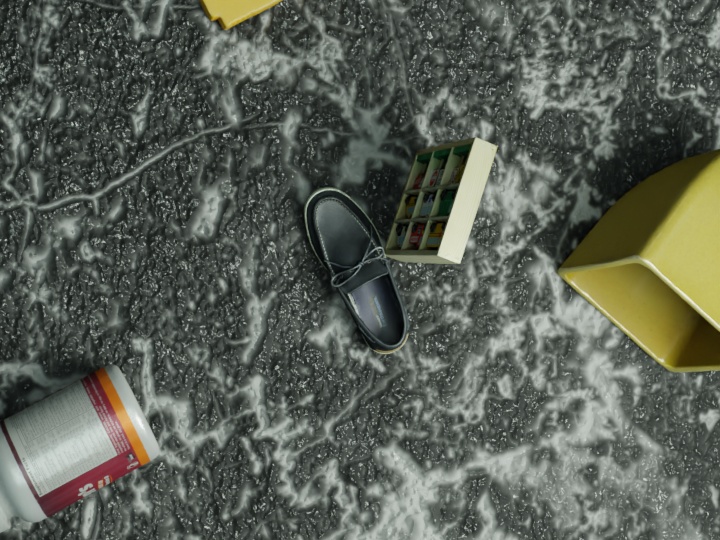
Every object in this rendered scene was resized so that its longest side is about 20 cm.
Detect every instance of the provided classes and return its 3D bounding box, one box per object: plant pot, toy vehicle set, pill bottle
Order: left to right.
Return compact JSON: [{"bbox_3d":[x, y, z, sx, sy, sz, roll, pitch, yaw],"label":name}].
[{"bbox_3d":[-0.315,0.188,1.392,0.198,0.109,0.111,-28,98,-12],"label":"pill bottle"},{"bbox_3d":[0.081,-0.071,1.445,0.026,0.200,0.126,19,86,-14],"label":"toy vehicle set"},{"bbox_3d":[0.383,-0.024,1.536,0.194,0.195,0.201,39,75,-12],"label":"plant pot"}]

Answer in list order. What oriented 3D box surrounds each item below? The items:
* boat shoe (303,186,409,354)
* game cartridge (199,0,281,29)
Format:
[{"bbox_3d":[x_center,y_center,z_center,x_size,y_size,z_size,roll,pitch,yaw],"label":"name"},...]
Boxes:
[{"bbox_3d":[0.000,0.000,1.494,0.074,0.062,0.202,-25,97,-6],"label":"boat shoe"},{"bbox_3d":[-0.111,-0.382,1.477,0.198,0.032,0.178,-29,98,-10],"label":"game cartridge"}]
